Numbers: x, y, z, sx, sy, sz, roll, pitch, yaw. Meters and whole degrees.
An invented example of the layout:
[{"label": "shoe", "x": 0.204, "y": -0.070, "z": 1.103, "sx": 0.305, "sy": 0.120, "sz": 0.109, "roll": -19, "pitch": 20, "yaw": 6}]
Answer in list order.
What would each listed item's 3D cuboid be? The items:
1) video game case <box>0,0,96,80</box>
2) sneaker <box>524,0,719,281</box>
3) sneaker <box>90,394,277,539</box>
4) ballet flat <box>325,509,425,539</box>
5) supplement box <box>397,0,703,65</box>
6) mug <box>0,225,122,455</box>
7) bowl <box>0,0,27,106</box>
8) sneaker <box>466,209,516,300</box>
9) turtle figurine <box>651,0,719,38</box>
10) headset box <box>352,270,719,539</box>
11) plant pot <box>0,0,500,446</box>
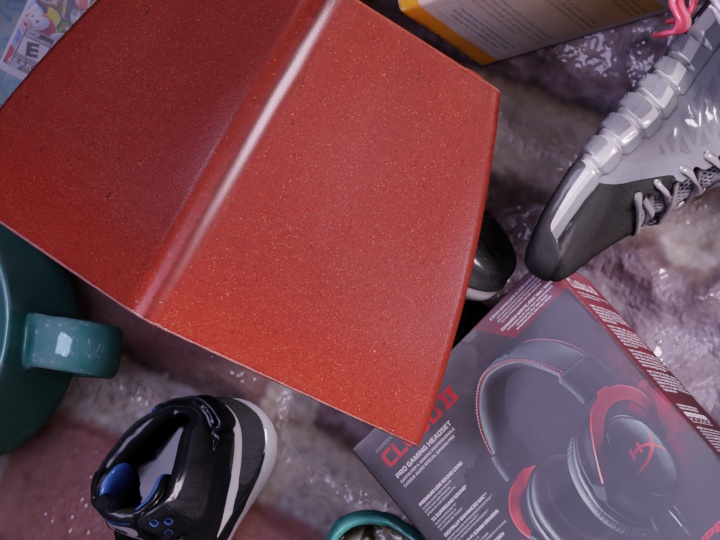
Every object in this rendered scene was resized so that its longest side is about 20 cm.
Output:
[{"label": "video game case", "x": -0.093, "y": -0.152, "z": 1.289, "sx": 0.142, "sy": 0.018, "sz": 0.200, "roll": 26, "pitch": 128, "yaw": -10}, {"label": "sneaker", "x": 0.180, "y": -0.051, "z": 1.233, "sx": 0.115, "sy": 0.075, "sz": 0.200, "roll": 38, "pitch": 77, "yaw": 8}, {"label": "sneaker", "x": -0.122, "y": 0.159, "z": 1.334, "sx": 0.073, "sy": 0.112, "sz": 0.201, "roll": 20, "pitch": 90, "yaw": 27}, {"label": "ballet flat", "x": 0.048, "y": 0.202, "z": 1.277, "sx": 0.200, "sy": 0.070, "sz": 0.067, "roll": 44, "pitch": 94, "yaw": 22}, {"label": "supplement box", "x": 0.126, "y": -0.180, "z": 1.268, "sx": 0.199, "sy": 0.126, "sz": 0.074, "roll": -14, "pitch": 75, "yaw": 20}, {"label": "mug", "x": -0.228, "y": 0.046, "z": 1.395, "sx": 0.185, "sy": 0.114, "sz": 0.152, "roll": 42, "pitch": 99, "yaw": 22}, {"label": "bowl", "x": -0.163, "y": -0.148, "z": 1.386, "sx": 0.199, "sy": 0.201, "sz": 0.108, "roll": -14, "pitch": 34, "yaw": 21}, {"label": "sneaker", "x": 0.000, "y": 0.000, "z": 1.320, "sx": 0.200, "sy": 0.075, "sz": 0.116, "roll": 33, "pitch": 108, "yaw": 45}, {"label": "turtle figurine", "x": 0.230, "y": -0.117, "z": 1.182, "sx": 0.200, "sy": 0.101, "sz": 0.150, "roll": 46, "pitch": 76, "yaw": -17}, {"label": "headset box", "x": 0.104, "y": 0.103, "z": 1.264, "sx": 0.149, "sy": 0.075, "sz": 0.200, "roll": -44, "pitch": 68, "yaw": 11}, {"label": "plant pot", "x": -0.048, "y": -0.055, "z": 1.199, "sx": 0.199, "sy": 0.199, "sz": 0.177, "roll": 30, "pitch": 92, "yaw": 48}]
